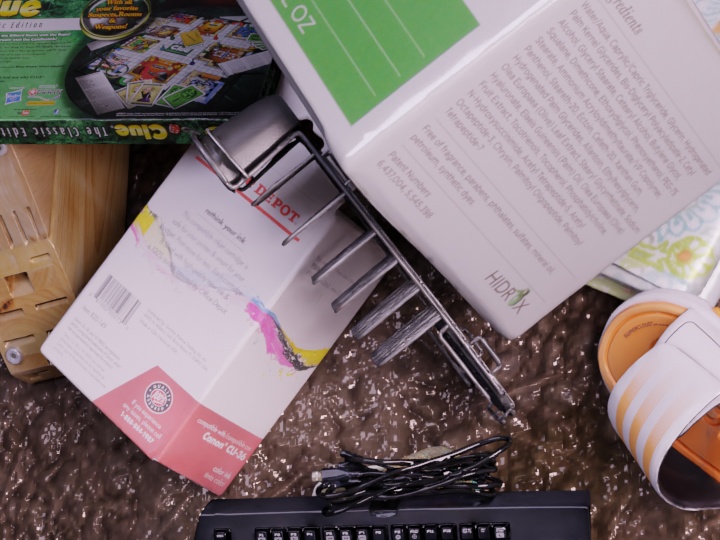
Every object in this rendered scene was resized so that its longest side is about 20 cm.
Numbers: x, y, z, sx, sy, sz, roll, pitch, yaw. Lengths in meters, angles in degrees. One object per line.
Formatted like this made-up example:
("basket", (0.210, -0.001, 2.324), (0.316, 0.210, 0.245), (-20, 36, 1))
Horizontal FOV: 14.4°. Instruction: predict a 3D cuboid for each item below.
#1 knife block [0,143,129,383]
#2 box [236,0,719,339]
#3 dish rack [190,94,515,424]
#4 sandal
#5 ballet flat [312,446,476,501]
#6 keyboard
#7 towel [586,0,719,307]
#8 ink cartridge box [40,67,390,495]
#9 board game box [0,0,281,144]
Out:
("knife block", (-0.169, -0.060, 1.631), (0.064, 0.176, 0.201), (-13, 106, 29))
("box", (0.055, -0.120, 1.346), (0.171, 0.200, 0.199), (-37, 54, 6))
("dish rack", (0.000, 0.000, 1.381), (0.054, 0.153, 0.200), (-38, 92, 1))
("sandal", (0.168, 0.081, 1.310), (0.207, 0.059, 0.080), (43, 132, 39))
("ballet flat", (-0.029, 0.141, 1.430), (0.199, 0.071, 0.071), (-23, 57, 17))
("keyboard", (0.011, 0.135, 1.361), (0.198, 0.040, 0.105), (-3, 97, 12))
("towel", (0.147, -0.084, 1.431), (0.171, 0.048, 0.201), (25, 84, 36))
("ink cartridge box", (-0.064, 0.002, 1.516), (0.116, 0.067, 0.200), (39, 93, 38))
("board game box", (-0.137, -0.111, 1.533), (0.199, 0.024, 0.105), (1, 51, 18))
